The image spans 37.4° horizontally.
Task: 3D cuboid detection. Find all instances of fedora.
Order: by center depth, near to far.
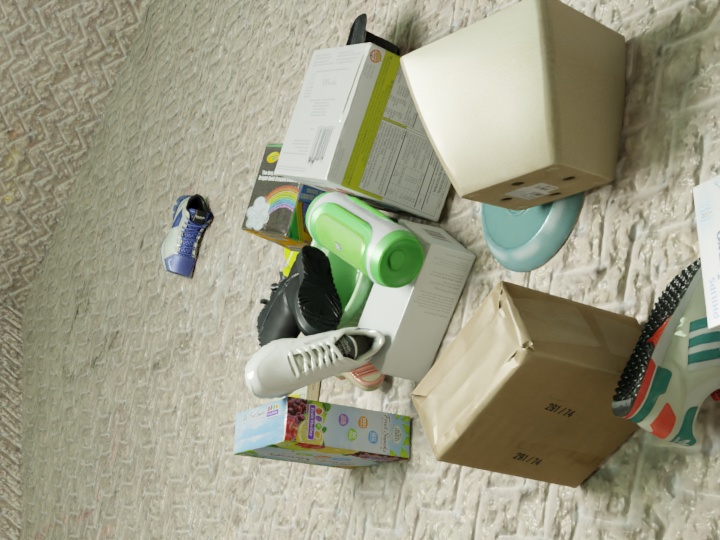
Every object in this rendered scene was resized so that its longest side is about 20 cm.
[{"bbox_3d":[0.010,-0.314,1.743,0.201,0.091,0.201,-165,90,-84],"label":"fedora"}]

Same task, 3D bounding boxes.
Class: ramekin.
[{"bbox_3d":[0.000,0.000,1.628,0.200,0.097,0.201,-36,47,51],"label":"ramekin"}]

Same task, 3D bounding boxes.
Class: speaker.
[{"bbox_3d":[0.003,-0.045,1.466,0.200,0.088,0.089,34,108,52],"label":"speaker"}]

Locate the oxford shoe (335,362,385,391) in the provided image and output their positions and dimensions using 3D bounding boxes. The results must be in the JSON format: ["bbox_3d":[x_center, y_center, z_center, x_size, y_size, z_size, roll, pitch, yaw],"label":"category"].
[{"bbox_3d":[-0.013,0.140,1.644,0.200,0.071,0.074,-131,34,-57],"label":"oxford shoe"}]

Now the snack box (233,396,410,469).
[{"bbox_3d":[-0.056,0.235,1.513,0.168,0.199,0.068,-25,56,55],"label":"snack box"}]

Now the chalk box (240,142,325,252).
[{"bbox_3d":[-0.092,-0.138,1.774,0.125,0.124,0.201,10,80,45],"label":"chalk box"}]

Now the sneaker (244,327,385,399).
[{"bbox_3d":[-0.062,0.116,1.424,0.080,0.199,0.077,-22,87,57],"label":"sneaker"}]

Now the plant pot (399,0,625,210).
[{"bbox_3d":[0.192,-0.177,1.232,0.200,0.199,0.178,-18,74,38],"label":"plant pot"}]

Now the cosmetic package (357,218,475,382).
[{"bbox_3d":[0.072,0.042,1.496,0.113,0.081,0.201,46,119,59],"label":"cosmetic package"}]

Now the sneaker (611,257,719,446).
[{"bbox_3d":[0.324,0.078,1.031,0.200,0.093,0.070,-57,0,-22],"label":"sneaker"}]

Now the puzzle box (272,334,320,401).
[{"bbox_3d":[-0.109,0.196,1.819,0.133,0.025,0.201,-13,66,59],"label":"puzzle box"}]

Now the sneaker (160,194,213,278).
[{"bbox_3d":[-0.394,-0.091,2.425,0.115,0.080,0.200,-21,57,60],"label":"sneaker"}]

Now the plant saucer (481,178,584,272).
[{"bbox_3d":[0.212,-0.098,1.357,0.200,0.027,0.201,-34,49,51],"label":"plant saucer"}]

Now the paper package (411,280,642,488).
[{"bbox_3d":[0.186,0.124,1.113,0.191,0.199,0.104,-55,34,33],"label":"paper package"}]

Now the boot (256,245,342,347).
[{"bbox_3d":[-0.099,0.074,1.596,0.163,0.073,0.199,-55,27,31],"label":"boot"}]

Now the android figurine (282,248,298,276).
[{"bbox_3d":[-0.089,-0.049,1.882,0.183,0.041,0.200,-64,31,22],"label":"android figurine"}]

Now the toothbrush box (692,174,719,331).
[{"bbox_3d":[0.396,-0.037,0.922,0.200,0.085,0.147,-33,50,55],"label":"toothbrush box"}]

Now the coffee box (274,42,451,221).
[{"bbox_3d":[0.022,-0.201,1.569,0.200,0.197,0.201,18,90,63],"label":"coffee box"}]
